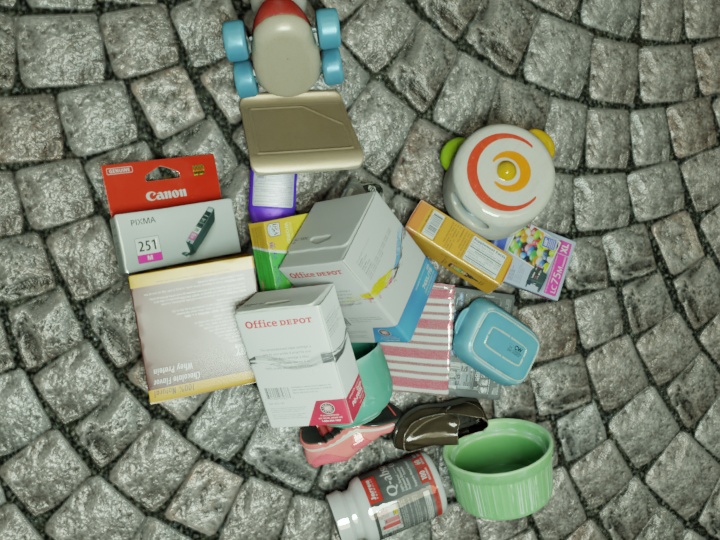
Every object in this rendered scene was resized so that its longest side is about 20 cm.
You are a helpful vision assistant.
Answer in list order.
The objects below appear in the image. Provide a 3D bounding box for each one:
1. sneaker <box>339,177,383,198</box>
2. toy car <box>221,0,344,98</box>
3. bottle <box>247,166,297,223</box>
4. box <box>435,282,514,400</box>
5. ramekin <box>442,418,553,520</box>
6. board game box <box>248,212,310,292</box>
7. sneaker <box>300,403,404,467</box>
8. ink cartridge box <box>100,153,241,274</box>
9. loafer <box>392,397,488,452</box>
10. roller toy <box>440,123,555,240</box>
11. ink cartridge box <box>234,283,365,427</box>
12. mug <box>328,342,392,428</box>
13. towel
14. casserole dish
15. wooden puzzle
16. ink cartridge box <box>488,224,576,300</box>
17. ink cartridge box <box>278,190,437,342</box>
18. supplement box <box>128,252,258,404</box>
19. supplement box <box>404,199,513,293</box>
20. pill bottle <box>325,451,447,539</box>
[{"bbox_3d":[0.034,-0.086,1.250,0.201,0.074,0.117,51,43,-35],"label":"sneaker"},{"bbox_3d":[-0.131,-0.416,1.169,0.181,0.177,0.203,-8,67,-1],"label":"toy car"},{"bbox_3d":[-0.151,-0.114,1.206,0.082,0.065,0.204,2,93,-8],"label":"bottle"},{"bbox_3d":[0.194,0.132,1.308,0.155,0.051,0.204,7,93,-13],"label":"box"},{"bbox_3d":[0.252,0.357,1.265,0.197,0.200,0.099,-14,104,-11],"label":"ramekin"},{"bbox_3d":[-0.088,-0.020,1.186,0.199,0.040,0.156,-17,99,-47],"label":"board game box"},{"bbox_3d":[-0.015,0.296,1.273,0.197,0.074,0.088,-13,125,-18],"label":"sneaker"},{"bbox_3d":[-0.306,-0.098,1.148,0.197,0.043,0.177,-12,94,-31],"label":"ink cartridge box"},{"bbox_3d":[0.150,0.281,1.272,0.197,0.071,0.074,-15,115,-25],"label":"loafer"},{"bbox_3d":[0.244,-0.155,1.237,0.196,0.140,0.186,0,79,-4],"label":"roller toy"},{"bbox_3d":[-0.089,0.130,1.073,0.143,0.083,0.203,-7,110,22],"label":"ink cartridge box"},{"bbox_3d":[-0.029,0.201,1.223,0.151,0.184,0.116,-26,100,-35],"label":"mug"},{"bbox_3d":[0.095,0.120,1.266,0.144,0.030,0.204,4,94,16],"label":"towel"},{"bbox_3d":[0.252,0.134,1.270,0.199,0.039,0.122,33,82,-27],"label":"casserole dish"},{"bbox_3d":[-0.102,-0.229,1.174,0.182,0.202,0.038,-6,138,-12],"label":"wooden puzzle"},{"bbox_3d":[0.301,-0.030,1.330,0.197,0.042,0.121,19,89,-12],"label":"ink cartridge box"},{"bbox_3d":[0.000,0.000,1.142,0.200,0.145,0.147,50,52,-33],"label":"ink cartridge box"},{"bbox_3d":[-0.261,0.088,1.159,0.194,0.133,0.204,-10,95,-12],"label":"supplement box"},{"bbox_3d":[0.171,-0.041,1.261,0.199,0.067,0.069,34,73,0],"label":"supplement box"},{"bbox_3d":[0.046,0.412,1.258,0.197,0.116,0.118,-19,97,-12],"label":"pill bottle"}]
